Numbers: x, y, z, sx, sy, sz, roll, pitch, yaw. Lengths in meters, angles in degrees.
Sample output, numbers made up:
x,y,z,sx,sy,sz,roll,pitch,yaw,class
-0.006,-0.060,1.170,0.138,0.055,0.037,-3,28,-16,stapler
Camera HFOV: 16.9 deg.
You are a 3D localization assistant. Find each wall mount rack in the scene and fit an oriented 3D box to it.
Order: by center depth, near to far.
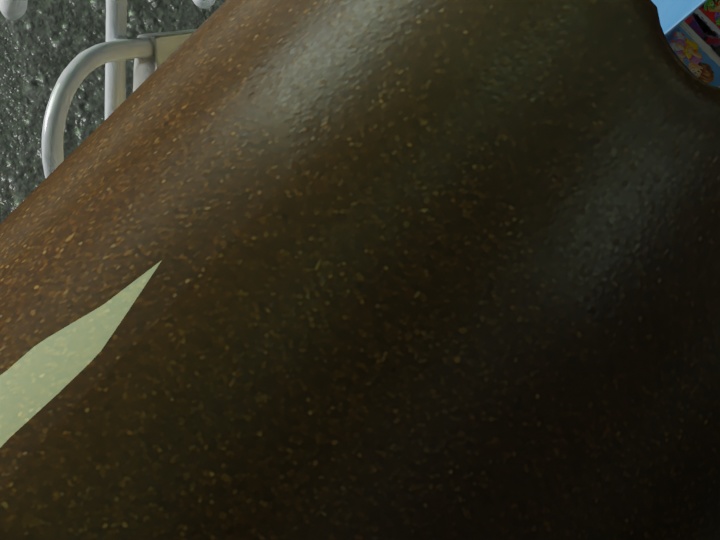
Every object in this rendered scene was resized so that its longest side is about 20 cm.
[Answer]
x,y,z,sx,sy,sz,roll,pitch,yaw,class
-0.075,-0.031,0.886,0.200,0.074,0.174,-13,-70,-56,wall mount rack

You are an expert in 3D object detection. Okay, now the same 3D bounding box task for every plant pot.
x,y,z,sx,sy,sz,roll,pitch,yaw,class
-0.006,0.045,0.473,0.198,0.200,0.200,-50,4,-9,plant pot

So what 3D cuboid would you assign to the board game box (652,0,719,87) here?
x,y,z,sx,sy,sz,roll,pitch,yaw,class
0.152,-0.122,0.728,0.158,0.039,0.200,-55,8,-33,board game box
